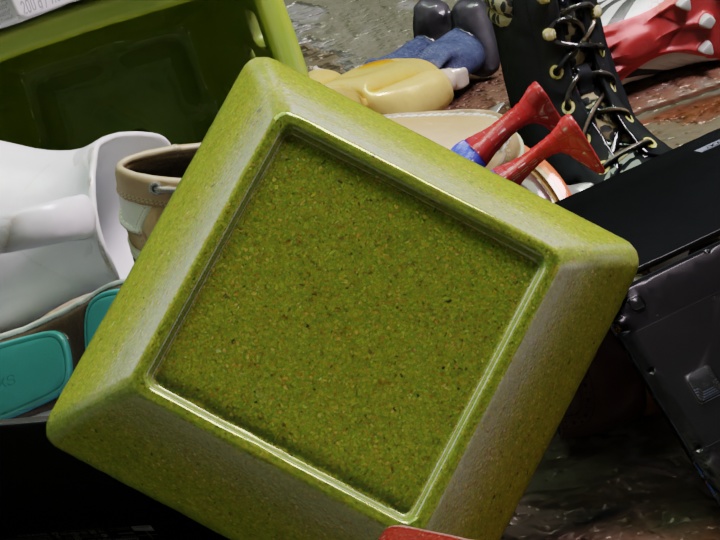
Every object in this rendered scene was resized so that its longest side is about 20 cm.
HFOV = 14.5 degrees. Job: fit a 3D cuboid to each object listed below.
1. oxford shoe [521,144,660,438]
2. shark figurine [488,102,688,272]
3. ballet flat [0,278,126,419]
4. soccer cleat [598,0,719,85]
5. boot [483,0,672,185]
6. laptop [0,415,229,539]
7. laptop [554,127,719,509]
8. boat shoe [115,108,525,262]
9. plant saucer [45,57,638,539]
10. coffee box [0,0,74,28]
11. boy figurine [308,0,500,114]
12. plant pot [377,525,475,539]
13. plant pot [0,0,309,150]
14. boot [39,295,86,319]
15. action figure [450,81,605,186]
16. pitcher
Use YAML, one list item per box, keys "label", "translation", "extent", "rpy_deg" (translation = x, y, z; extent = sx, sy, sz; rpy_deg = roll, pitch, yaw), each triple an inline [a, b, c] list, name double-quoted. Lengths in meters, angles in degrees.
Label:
- label: "oxford shoe"
  translation: [0.079, 0.002, 1.398]
  extent: [0.072, 0.071, 0.200]
  rpy_deg: [-24, 50, -15]
- label: "shark figurine"
  translation: [0.086, -0.046, 1.510]
  extent: [0.214, 0.128, 0.090]
  rpy_deg: [-2, 65, 42]
- label: "ballet flat"
  translation: [-0.119, 0.043, 1.394]
  extent: [0.199, 0.070, 0.069]
  rpy_deg: [-14, 14, 44]
- label: "soccer cleat"
  translation: [0.190, -0.160, 1.855]
  extent: [0.199, 0.069, 0.085]
  rpy_deg: [-24, 26, -12]
- label: "boot"
  translation: [0.130, -0.095, 1.591]
  extent: [0.073, 0.155, 0.203]
  rpy_deg: [-20, 21, -17]
- label: "laptop"
  translation: [-0.123, 0.079, 1.368]
  extent: [0.186, 0.200, 0.116]
  rpy_deg: [-7, 55, 21]
- label: "laptop"
  translation: [0.176, 0.021, 1.320]
  extent: [0.177, 0.201, 0.103]
  rpy_deg: [-24, -15, -25]
- label: "boat shoe"
  translation: [-0.020, -0.050, 1.358]
  extent: [0.199, 0.076, 0.072]
  rpy_deg: [-15, 32, -1]
- label: "plant saucer"
  translation: [-0.006, 0.027, 1.215]
  extent: [0.199, 0.200, 0.048]
  rpy_deg: [27, -13, 5]
- label: "coffee box"
  translation: [-0.228, -0.230, 1.551]
  extent: [0.199, 0.199, 0.199]
  rpy_deg: [-14, 10, 38]
- label: "boy figurine"
  translation: [0.006, -0.124, 1.889]
  extent: [0.124, 0.065, 0.200]
  rpy_deg: [7, 25, 39]
- label: "plant pot"
  translation: [0.059, 0.215, 0.785]
  extent: [0.199, 0.201, 0.176]
  rpy_deg: [7, 41, 45]
- label: "plant pot"
  translation: [-0.130, -0.071, 1.658]
  extent: [0.198, 0.201, 0.181]
  rpy_deg: [-17, 13, -7]
- label: "boot"
  translation: [-0.134, 0.044, 1.507]
  extent: [0.199, 0.073, 0.155]
  rpy_deg: [-11, 12, -8]
- label: "action figure"
  translation: [0.030, 0.014, 1.300]
  extent: [0.200, 0.099, 0.065]
  rpy_deg: [-36, 32, -1]
- label: "pitcher"
  translation: [-0.207, -0.016, 1.435]
  extent: [0.199, 0.122, 0.172]
  rpy_deg: [-9, -1, 16]
